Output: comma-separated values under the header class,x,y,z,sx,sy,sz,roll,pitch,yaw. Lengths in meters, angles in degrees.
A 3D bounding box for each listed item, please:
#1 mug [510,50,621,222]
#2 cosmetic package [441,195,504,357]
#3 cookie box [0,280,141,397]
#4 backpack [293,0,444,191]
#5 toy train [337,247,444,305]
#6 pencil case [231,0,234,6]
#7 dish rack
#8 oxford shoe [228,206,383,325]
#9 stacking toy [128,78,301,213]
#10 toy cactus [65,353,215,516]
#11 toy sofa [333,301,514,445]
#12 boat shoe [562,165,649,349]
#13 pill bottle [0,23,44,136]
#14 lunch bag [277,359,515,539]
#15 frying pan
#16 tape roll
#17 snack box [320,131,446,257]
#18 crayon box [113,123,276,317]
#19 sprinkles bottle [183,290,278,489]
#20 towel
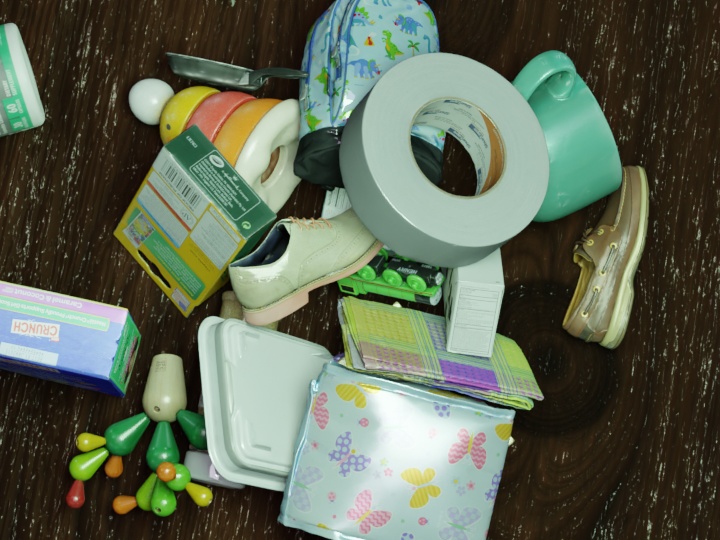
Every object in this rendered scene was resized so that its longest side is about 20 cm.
class,x,y,z,sx,sy,sz,roll,pitch,yaw
mug,0.183,-0.142,1.727,0.114,0.152,0.186,-27,111,-7
cosmetic package,0.112,0.002,1.681,0.050,0.200,0.083,8,116,-3
cookie box,-0.315,0.067,1.645,0.170,0.200,0.076,13,81,-2
backpack,0.013,-0.194,1.700,0.162,0.154,0.201,11,52,-22
toy train,0.000,0.000,1.710,0.199,0.057,0.042,13,50,29
pencil case,-0.209,-0.363,1.776,0.199,0.078,0.090,20,61,-2
dish rack,-0.078,0.135,1.652,0.043,0.199,0.173,-22,64,33
oxford shoe,-0.044,-0.027,1.647,0.200,0.071,0.074,-38,119,-23
stacking toy,-0.164,-0.145,1.743,0.199,0.146,0.147,27,80,19
toy cactus,-0.207,0.165,1.655,0.199,0.102,0.166,-12,63,26
toy sofa,0.062,0.137,1.722,0.097,0.083,0.200,-41,86,-3
boat shoe,0.264,-0.020,1.764,0.067,0.072,0.201,13,84,-4
pill bottle,-0.441,-0.180,1.716,0.199,0.113,0.114,-17,83,-6
lunch bag,0.032,0.190,1.615,0.199,0.127,0.171,13,86,-10
frying pan,-0.119,-0.204,1.728,0.189,0.115,0.031,14,94,22
tape roll,0.082,-0.107,1.594,0.199,0.066,0.202,8,69,-20
snack box,0.028,-0.120,1.779,0.115,0.037,0.201,12,81,-2
crayon box,-0.174,-0.048,1.691,0.126,0.200,0.052,48,56,3
sprinkles bottle,-0.133,0.125,1.716,0.068,0.068,0.201,12,81,-2
towel,0.074,0.081,1.628,0.199,0.144,0.023,13,113,-14
